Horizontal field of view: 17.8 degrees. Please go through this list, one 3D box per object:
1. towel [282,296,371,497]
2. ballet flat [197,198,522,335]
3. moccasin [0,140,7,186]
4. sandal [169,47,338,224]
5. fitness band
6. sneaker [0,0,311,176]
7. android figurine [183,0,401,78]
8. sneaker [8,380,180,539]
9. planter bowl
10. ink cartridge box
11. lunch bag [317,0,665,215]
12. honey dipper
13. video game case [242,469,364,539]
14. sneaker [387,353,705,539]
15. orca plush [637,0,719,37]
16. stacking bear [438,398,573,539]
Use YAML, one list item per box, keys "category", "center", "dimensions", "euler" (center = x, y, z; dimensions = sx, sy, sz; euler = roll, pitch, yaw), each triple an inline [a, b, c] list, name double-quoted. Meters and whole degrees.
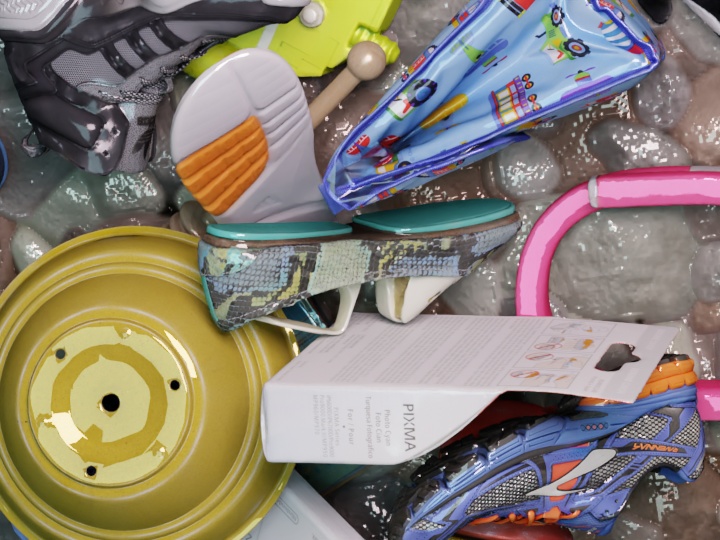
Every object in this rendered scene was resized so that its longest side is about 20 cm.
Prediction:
- category: "towel"
  center: [-0.088, 0.093, 1.394]
  dimensions: [0.200, 0.022, 0.147]
  euler: [-34, 90, 19]
- category: "ballet flat"
  center: [0.000, 0.000, 1.292]
  dimensions: [0.199, 0.074, 0.075]
  euler: [-5, 101, -24]
- category: "moccasin"
  center: [-0.309, -0.034, 1.399]
  dimensions: [0.199, 0.068, 0.081]
  euler: [-21, 94, 16]
- category: "sandal"
  center: [-0.065, -0.066, 1.275]
  dimensions: [0.079, 0.207, 0.059]
  euler: [-26, 59, -5]
- category: "fitness band"
  center: [0.186, 0.014, 1.304]
  dimensions: [0.199, 0.037, 0.145]
  euler: [0, 100, 15]
- category: "sneaker"
  center: [-0.113, -0.114, 1.297]
  dimensions: [0.199, 0.075, 0.115]
  euler: [-3, 98, 24]
- category: "android figurine"
  center: [-0.054, -0.190, 1.324]
  dimensions: [0.199, 0.041, 0.183]
  euler: [31, 106, 8]
- category: "sneaker"
  center: [-0.136, 0.078, 1.361]
  dimensions: [0.070, 0.078, 0.200]
  euler: [37, 91, 7]
- category: "planter bowl"
  center: [-0.132, 0.073, 1.279]
  dimensions: [0.199, 0.083, 0.202]
  euler: [0, 88, 4]
- category: "ink cartridge box"
  center: [0.063, 0.064, 1.249]
  dimensions: [0.199, 0.160, 0.048]
  euler: [2, 103, 16]
- category: "lunch bag"
  center: [0.058, -0.096, 1.247]
  dimensions: [0.200, 0.151, 0.094]
  euler: [-34, 91, 12]
- category: "honey dipper"
  center: [-0.056, -0.062, 1.332]
  dimensions: [0.038, 0.038, 0.200]
  euler: [46, 116, 2]
- category: "video game case"
  center: [-0.026, 0.234, 1.328]
  dimensions: [0.200, 0.024, 0.183]
  euler: [41, 123, 44]
- category: "sneaker"
  center: [0.107, 0.114, 1.250]
  dimensions: [0.199, 0.075, 0.079]
  euler: [-23, 91, -13]
- category: "orca plush"
  center: [0.201, -0.151, 1.252]
  dimensions: [0.105, 0.071, 0.201]
  euler: [-17, 96, 16]
- category: "stacking bear"
  center: [0.076, 0.173, 1.324]
  dimensions: [0.121, 0.113, 0.201]
  euler: [10, 93, 54]
